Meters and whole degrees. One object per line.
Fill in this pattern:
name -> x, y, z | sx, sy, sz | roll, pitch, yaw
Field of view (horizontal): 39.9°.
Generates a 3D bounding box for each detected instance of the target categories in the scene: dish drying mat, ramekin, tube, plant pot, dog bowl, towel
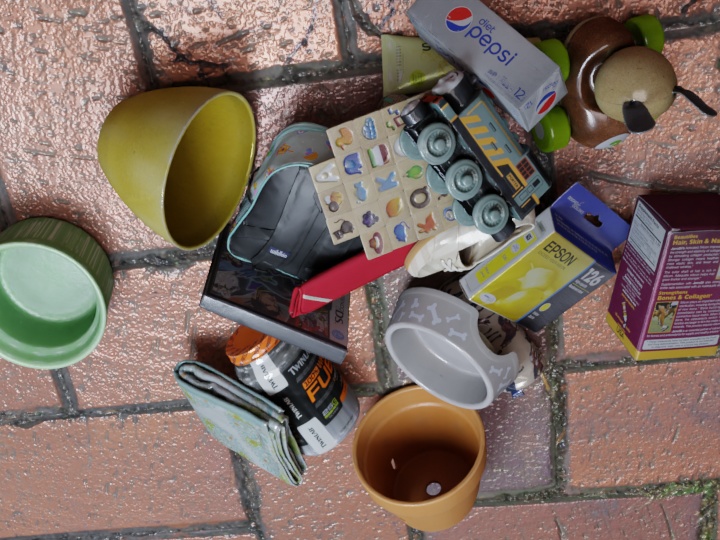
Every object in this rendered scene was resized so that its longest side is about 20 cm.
dish drying mat -> 0.000, 0.000, 1.258 | 0.198, 0.018, 0.077 | -26, 155, -24
ramekin -> -0.439, 0.026, 1.371 | 0.196, 0.098, 0.203 | 1, 120, 1
tube -> 0.124, -0.256, 1.225 | 0.196, 0.059, 0.052 | -1, 141, 4
plant pot -> 0.098, 0.292, 1.475 | 0.197, 0.202, 0.141 | -12, 137, 8
plant pot -> -0.242, -0.145, 1.233 | 0.140, 0.200, 0.203 | 21, 122, 19
dog bowl -> 0.120, 0.114, 1.371 | 0.198, 0.059, 0.201 | 30, 153, 17
towel -> -0.171, 0.221, 1.428 | 0.198, 0.048, 0.172 | 25, 148, 29

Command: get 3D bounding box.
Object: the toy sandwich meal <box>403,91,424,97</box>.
toy sandwich meal -> 0.097, -0.140, 1.281 | 0.201, 0.071, 0.208 | 0, 120, 1

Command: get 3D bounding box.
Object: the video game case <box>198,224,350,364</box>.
video game case -> -0.106, 0.027, 1.317 | 0.197, 0.182, 0.026 | 23, 120, -12

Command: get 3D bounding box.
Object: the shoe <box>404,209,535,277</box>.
shoe -> 0.137, -0.036, 1.252 | 0.199, 0.054, 0.069 | -33, 151, 31

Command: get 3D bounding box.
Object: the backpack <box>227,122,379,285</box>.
backpack -> -0.057, -0.090, 1.257 | 0.174, 0.155, 0.200 | 24, 142, -11

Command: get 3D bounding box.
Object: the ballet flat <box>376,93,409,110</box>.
ballet flat -> 0.097, -0.135, 1.209 | 0.068, 0.075, 0.200 | -46, 107, -3

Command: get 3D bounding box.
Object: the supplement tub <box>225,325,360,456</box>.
supplement tub -> -0.098, 0.159, 1.428 | 0.121, 0.123, 0.201 | -29, 116, 17

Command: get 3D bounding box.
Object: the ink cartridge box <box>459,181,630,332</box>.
ink cartridge box -> 0.259, -0.008, 1.319 | 0.199, 0.047, 0.197 | -39, 144, 22

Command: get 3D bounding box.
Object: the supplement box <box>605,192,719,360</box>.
supplement box -> 0.424, 0.008, 1.329 | 0.129, 0.104, 0.203 | -1, 121, -14

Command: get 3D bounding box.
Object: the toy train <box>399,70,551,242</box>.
toy train -> 0.130, -0.130, 1.132 | 0.114, 0.085, 0.201 | -43, 110, -7

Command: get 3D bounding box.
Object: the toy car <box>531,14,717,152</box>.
toy car -> 0.312, -0.196, 1.145 | 0.162, 0.200, 0.160 | -17, 121, -14

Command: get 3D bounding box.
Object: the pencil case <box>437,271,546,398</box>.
pencil case -> 0.180, 0.089, 1.408 | 0.089, 0.078, 0.201 | -38, 114, 5

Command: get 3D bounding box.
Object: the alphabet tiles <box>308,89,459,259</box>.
alphabet tiles -> 0.045, -0.110, 1.166 | 0.197, 0.006, 0.169 | -21, 113, -3

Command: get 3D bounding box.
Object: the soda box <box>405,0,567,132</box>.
soda box -> 0.144, -0.253, 1.142 | 0.068, 0.200, 0.063 | -44, 153, 2
